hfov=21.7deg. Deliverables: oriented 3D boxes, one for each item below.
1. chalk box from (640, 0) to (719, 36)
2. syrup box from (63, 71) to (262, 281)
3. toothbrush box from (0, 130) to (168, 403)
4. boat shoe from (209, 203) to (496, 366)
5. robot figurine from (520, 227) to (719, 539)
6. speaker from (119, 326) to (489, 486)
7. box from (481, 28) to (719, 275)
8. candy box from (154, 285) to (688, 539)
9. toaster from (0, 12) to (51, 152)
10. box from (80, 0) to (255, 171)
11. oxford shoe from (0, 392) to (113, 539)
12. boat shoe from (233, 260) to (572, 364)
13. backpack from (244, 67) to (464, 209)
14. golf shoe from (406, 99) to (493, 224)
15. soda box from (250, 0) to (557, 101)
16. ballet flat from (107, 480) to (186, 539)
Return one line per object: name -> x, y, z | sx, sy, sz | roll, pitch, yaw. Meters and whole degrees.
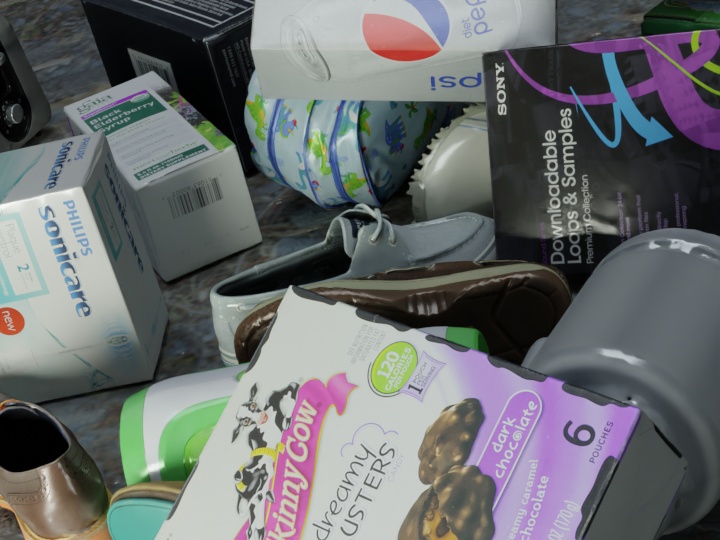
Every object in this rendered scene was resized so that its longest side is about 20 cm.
chalk box -> 0.269, -0.127, 1.208 | 0.123, 0.125, 0.200 | 12, 40, 43
syrup box -> -0.149, -0.074, 1.386 | 0.078, 0.082, 0.200 | -23, 30, -14
toothbrush box -> -0.241, 0.009, 1.218 | 0.199, 0.147, 0.085 | -11, 29, 8
boat shoe -> -0.001, 0.000, 1.180 | 0.200, 0.072, 0.070 | -24, 29, -13
robot figurine -> 0.149, 0.054, 0.954 | 0.169, 0.113, 0.200 | -2, 31, 35
speaker -> -0.025, 0.086, 1.022 | 0.199, 0.089, 0.089 | -11, 28, 10
box -> 0.173, -0.070, 1.140 | 0.199, 0.144, 0.036 | -3, 4, 26
candy box -> 0.018, 0.118, 0.848 | 0.199, 0.072, 0.168 | 19, 75, 35
toaster -> -0.390, -0.130, 1.582 | 0.199, 0.119, 0.181 | 0, 31, 29
box -> -0.082, -0.192, 1.518 | 0.198, 0.124, 0.200 | -32, 33, -24
oxford shoe -> -0.199, 0.100, 1.107 | 0.071, 0.073, 0.200 | -30, 30, -23
boat shoe -> 0.028, 0.032, 1.122 | 0.201, 0.075, 0.075 | -5, 16, 10
backpack -> 0.003, -0.138, 1.343 | 0.200, 0.164, 0.154 | -36, 57, -19
golf shoe -> 0.126, -0.076, 1.247 | 0.199, 0.079, 0.097 | -30, 33, -21
soda box -> 0.030, -0.154, 1.236 | 0.198, 0.068, 0.064 | 1, 65, 5
ballet flat -> -0.038, 0.145, 0.958 | 0.199, 0.069, 0.063 | 15, 31, 31
